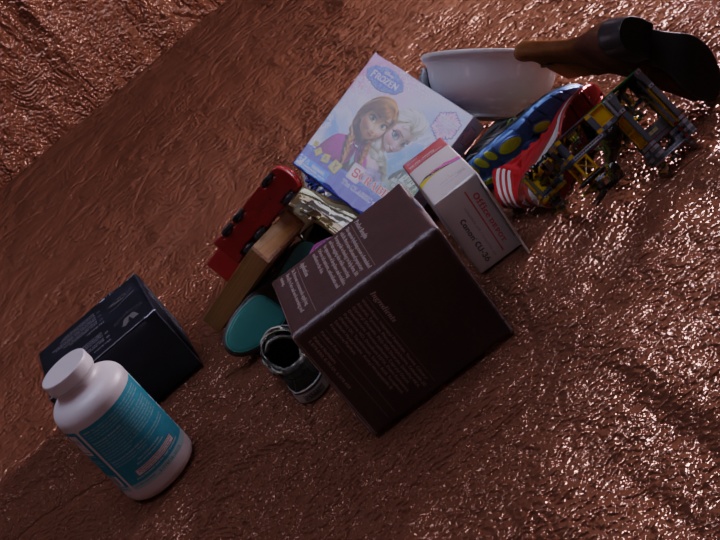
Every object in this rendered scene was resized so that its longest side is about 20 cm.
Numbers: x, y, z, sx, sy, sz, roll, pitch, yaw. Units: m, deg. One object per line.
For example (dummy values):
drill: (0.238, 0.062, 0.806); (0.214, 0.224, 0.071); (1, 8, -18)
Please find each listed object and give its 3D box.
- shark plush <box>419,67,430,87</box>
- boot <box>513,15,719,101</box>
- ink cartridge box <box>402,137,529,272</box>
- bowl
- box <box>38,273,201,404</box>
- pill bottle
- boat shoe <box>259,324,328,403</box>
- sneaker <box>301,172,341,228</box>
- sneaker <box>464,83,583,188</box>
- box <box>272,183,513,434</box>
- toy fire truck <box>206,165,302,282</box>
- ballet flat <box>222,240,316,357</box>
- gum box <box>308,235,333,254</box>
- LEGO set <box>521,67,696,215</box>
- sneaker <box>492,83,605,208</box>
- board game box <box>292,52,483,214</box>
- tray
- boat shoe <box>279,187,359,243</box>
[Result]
shark plush: (0.075, -0.192, 1.826); (0.091, 0.083, 0.201); (25, 93, 58)
boot: (0.314, -0.244, 1.559); (0.200, 0.187, 0.069); (-1, 80, 61)
ink cartridge box: (0.130, -0.077, 1.581); (0.067, 0.117, 0.200); (-36, 24, 3)
bowl: (0.184, -0.258, 1.801); (0.200, 0.091, 0.201); (1, 4, 0)
box: (-0.363, 0.132, 1.912); (0.196, 0.118, 0.200); (-41, 23, -4)
pill bottle: (-0.316, 0.193, 1.641); (0.110, 0.200, 0.111); (-30, 26, 17)
boat shoe: (-0.094, 0.103, 1.651); (0.071, 0.064, 0.200); (-41, 24, -5)
sneaker: (-0.062, -0.122, 1.963); (0.075, 0.088, 0.200); (-28, 28, 19)
sneaker: (0.217, -0.190, 1.709); (0.199, 0.071, 0.083); (-35, 31, 15)
box: (0.032, 0.041, 1.458); (0.200, 0.164, 0.166); (-37, 24, 4)
toy fire truck: (-0.151, -0.066, 1.825); (0.200, 0.049, 0.141); (-51, 0, 10)
ballet flat: (-0.122, 0.044, 1.800); (0.200, 0.073, 0.073); (-53, 27, -15)
gum box: (0.000, 0.000, 1.691); (0.199, 0.066, 0.114); (-20, 32, 37)
LEGO set: (0.296, -0.129, 1.490); (0.200, 0.116, 0.154); (-39, -7, -26)
sneaker: (0.231, -0.159, 1.630); (0.115, 0.078, 0.200); (-5, 40, 49)
board game box: (0.036, -0.173, 1.776); (0.200, 0.041, 0.200); (37, 90, 31)
tray: (-0.154, 0.004, 1.829); (0.099, 0.037, 0.200); (-50, 0, -41)
boat shoe: (-0.062, -0.068, 1.837); (0.199, 0.074, 0.067); (18, 67, 37)
